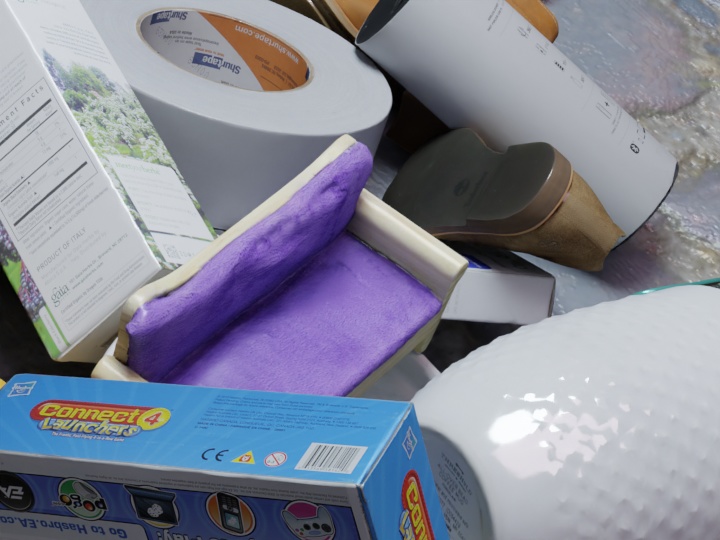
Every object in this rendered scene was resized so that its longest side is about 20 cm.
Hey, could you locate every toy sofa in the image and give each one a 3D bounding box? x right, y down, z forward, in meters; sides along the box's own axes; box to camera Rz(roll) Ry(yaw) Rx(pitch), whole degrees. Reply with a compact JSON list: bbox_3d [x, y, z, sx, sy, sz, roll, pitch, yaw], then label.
[{"bbox_3d":[-0.035,0.028,1.078,0.083,0.098,0.200,35,44,15],"label":"toy sofa"}]

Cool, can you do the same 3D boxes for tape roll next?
[{"bbox_3d":[-0.086,-0.099,1.320,0.200,0.066,0.200,16,27,-8],"label":"tape roll"}]

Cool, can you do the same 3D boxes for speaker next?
[{"bbox_3d":[0.094,-0.102,1.375,0.200,0.081,0.081,40,41,-14],"label":"speaker"}]

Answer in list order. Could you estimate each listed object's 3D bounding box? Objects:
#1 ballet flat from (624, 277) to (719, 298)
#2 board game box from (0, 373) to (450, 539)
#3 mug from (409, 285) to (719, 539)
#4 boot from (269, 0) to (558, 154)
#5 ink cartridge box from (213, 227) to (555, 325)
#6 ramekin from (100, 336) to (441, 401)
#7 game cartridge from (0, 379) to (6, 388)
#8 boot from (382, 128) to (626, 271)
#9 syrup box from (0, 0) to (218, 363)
[{"bbox_3d":[0.233,0.030,1.375,0.200,0.074,0.074,-15,54,-31],"label":"ballet flat"},{"bbox_3d":[-0.053,0.144,0.983,0.200,0.196,0.056,3,35,28],"label":"board game box"},{"bbox_3d":[0.111,0.114,1.034,0.175,0.148,0.200,-11,63,-36],"label":"mug"},{"bbox_3d":[0.023,-0.167,1.468,0.200,0.074,0.155,42,48,1],"label":"boot"},{"bbox_3d":[0.000,0.000,1.286,0.199,0.037,0.095,7,10,-18],"label":"ink cartridge box"},{"bbox_3d":[-0.047,0.115,1.134,0.200,0.105,0.200,12,43,-11],"label":"ramekin"},{"bbox_3d":[-0.237,0.099,1.063,0.200,0.032,0.177,30,49,-22],"label":"game cartridge"},{"bbox_3d":[0.077,-0.033,1.319,0.075,0.200,0.074,36,81,-25],"label":"boot"},{"bbox_3d":[-0.154,-0.054,1.189,0.200,0.081,0.079,58,21,20],"label":"syrup box"}]
